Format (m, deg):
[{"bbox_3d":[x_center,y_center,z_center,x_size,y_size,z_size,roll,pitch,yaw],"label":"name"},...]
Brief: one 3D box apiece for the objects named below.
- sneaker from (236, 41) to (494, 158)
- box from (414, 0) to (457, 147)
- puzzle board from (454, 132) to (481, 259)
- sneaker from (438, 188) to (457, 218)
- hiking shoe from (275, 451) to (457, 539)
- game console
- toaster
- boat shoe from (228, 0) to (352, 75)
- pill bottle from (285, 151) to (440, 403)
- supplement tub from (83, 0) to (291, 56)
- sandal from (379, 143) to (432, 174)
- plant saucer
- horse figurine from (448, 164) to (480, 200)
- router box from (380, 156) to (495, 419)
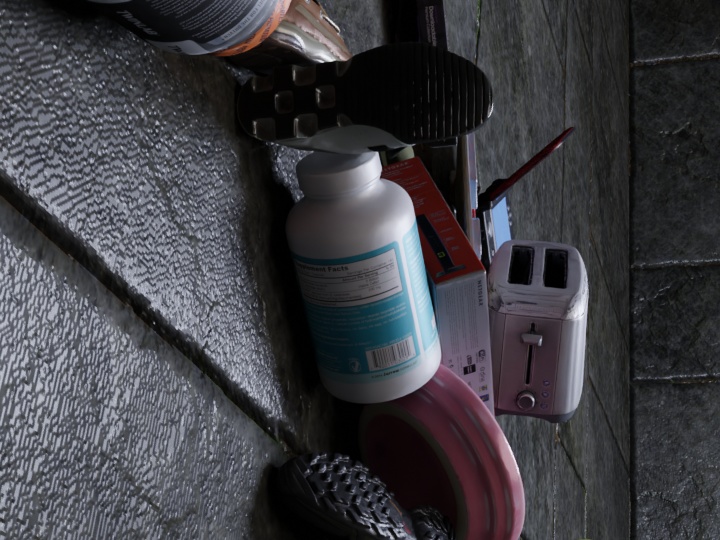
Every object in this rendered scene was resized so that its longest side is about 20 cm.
[{"bbox_3d":[0.012,-0.127,0.930,0.088,0.197,0.076,23,71,-69],"label":"sneaker"},{"bbox_3d":[0.084,-0.243,1.363,0.143,0.035,0.204,-60,146,-82],"label":"box"},{"bbox_3d":[0.107,-0.043,1.196,0.152,0.017,0.203,87,2,-57],"label":"puzzle board"},{"bbox_3d":[0.099,-0.021,1.359,0.201,0.070,0.099,55,38,-54],"label":"sneaker"},{"bbox_3d":[-0.006,0.223,0.994,0.199,0.100,0.076,35,25,-32],"label":"hiking shoe"},{"bbox_3d":[0.207,-0.072,1.460,0.200,0.117,0.176,-36,118,-71],"label":"game console"},{"bbox_3d":[0.177,0.054,1.229,0.200,0.112,0.131,-64,159,-64],"label":"toaster"},{"bbox_3d":[-0.045,-0.187,0.971,0.200,0.074,0.073,23,63,-71],"label":"boat shoe"},{"bbox_3d":[0.000,0.000,1.009,0.111,0.109,0.203,-58,141,-59],"label":"pill bottle"},{"bbox_3d":[-0.117,-0.200,0.689,0.200,0.120,0.125,25,63,-68],"label":"supplement tub"},{"bbox_3d":[0.050,-0.125,1.253,0.202,0.056,0.081,-66,148,-55],"label":"sandal"},{"bbox_3d":[0.062,0.177,1.091,0.050,0.199,0.204,-26,117,-31],"label":"plant saucer"},{"bbox_3d":[0.141,-0.039,1.519,0.201,0.049,0.134,68,21,-45],"label":"horse figurine"},{"bbox_3d":[0.070,0.026,1.141,0.181,0.048,0.202,-115,-168,-47],"label":"router box"}]
